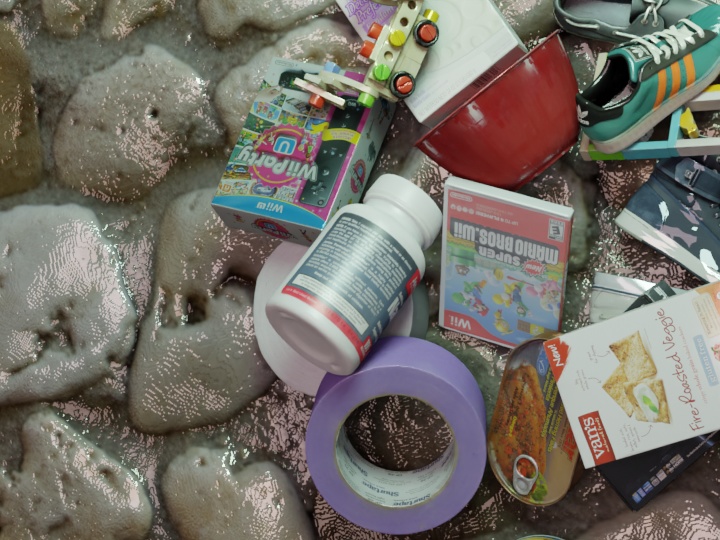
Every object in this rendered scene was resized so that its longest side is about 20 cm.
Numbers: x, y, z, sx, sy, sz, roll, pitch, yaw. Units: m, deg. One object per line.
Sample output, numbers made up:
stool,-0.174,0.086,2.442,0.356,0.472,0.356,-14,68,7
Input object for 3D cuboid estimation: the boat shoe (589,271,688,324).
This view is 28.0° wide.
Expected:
boat shoe,0.335,0.063,1.535,0.200,0.074,0.087,13,92,23

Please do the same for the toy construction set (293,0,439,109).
toy construction set,0.012,-0.258,1.587,0.130,0.092,0.202,26,101,-11

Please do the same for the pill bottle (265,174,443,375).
pill bottle,0.000,0.000,1.546,0.119,0.120,0.201,31,69,18

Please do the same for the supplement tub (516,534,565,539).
supplement tub,0.175,0.361,1.512,0.143,0.200,0.147,-1,88,19

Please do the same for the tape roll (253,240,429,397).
tape roll,-0.023,0.047,1.668,0.198,0.066,0.203,-1,87,19

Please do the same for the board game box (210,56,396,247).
board game box,-0.063,-0.134,1.653,0.146,0.064,0.202,13,70,21

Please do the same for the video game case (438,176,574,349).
video game case,0.155,0.000,1.568,0.141,0.017,0.202,16,132,20

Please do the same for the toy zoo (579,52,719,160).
toy zoo,0.336,-0.179,1.523,0.198,0.020,0.133,-1,61,30

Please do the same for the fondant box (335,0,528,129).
fondant box,0.076,-0.286,1.650,0.144,0.058,0.201,-37,75,15

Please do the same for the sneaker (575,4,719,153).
sneaker,0.306,-0.212,1.493,0.200,0.080,0.071,-43,45,0

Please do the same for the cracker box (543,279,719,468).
cracker box,0.295,0.101,1.424,0.198,0.058,0.136,-22,85,26

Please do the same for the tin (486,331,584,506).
tin,0.200,0.160,1.557,0.111,0.042,0.202,32,124,33

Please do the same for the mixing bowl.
mixing bowl,0.165,-0.154,1.554,0.199,0.200,0.109,-37,92,15

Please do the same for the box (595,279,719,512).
box,0.302,0.134,1.514,0.161,0.043,0.200,51,131,14

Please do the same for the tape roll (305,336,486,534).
tape roll,0.041,0.181,1.589,0.197,0.085,0.203,2,110,4

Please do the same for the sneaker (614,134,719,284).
sneaker,0.388,-0.057,1.520,0.201,0.077,0.147,35,98,15

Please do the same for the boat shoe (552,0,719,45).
boat shoe,0.303,-0.275,1.565,0.198,0.062,0.074,12,90,19
